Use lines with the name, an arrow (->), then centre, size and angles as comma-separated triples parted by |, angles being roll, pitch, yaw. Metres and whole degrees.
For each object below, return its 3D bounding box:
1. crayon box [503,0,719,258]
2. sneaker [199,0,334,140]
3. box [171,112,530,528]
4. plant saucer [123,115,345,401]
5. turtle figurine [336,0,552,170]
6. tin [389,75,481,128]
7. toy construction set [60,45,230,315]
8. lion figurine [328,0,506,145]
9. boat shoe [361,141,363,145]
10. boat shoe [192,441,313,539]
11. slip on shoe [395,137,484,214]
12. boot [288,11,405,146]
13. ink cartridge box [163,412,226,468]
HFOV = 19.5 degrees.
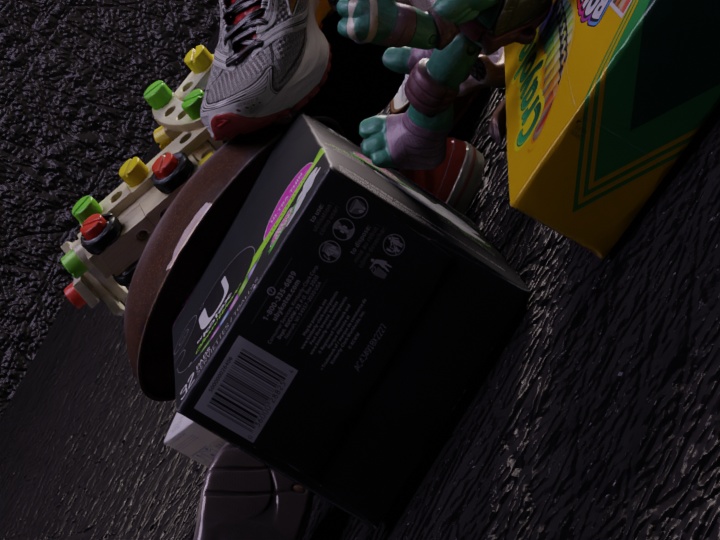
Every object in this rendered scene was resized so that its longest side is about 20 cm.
crayon box -> 0.136, -0.127, 0.998 | 0.173, 0.058, 0.200 | -55, 13, 24
sneaker -> -0.063, -0.157, 1.237 | 0.077, 0.082, 0.201 | -17, 42, 29
box -> -0.013, 0.019, 1.115 | 0.149, 0.124, 0.200 | -57, 11, 7
plant saucer -> -0.081, -0.013, 1.264 | 0.201, 0.034, 0.201 | -50, -17, -21
turtle figurine -> 0.048, -0.146, 1.044 | 0.150, 0.100, 0.201 | -50, -14, -36
tin -> 0.061, -0.159, 1.451 | 0.112, 0.042, 0.200 | -60, 11, 22
toy construction set -> -0.144, -0.053, 1.426 | 0.201, 0.092, 0.131 | -53, 28, 9
lion figurine -> 0.064, -0.153, 1.228 | 0.122, 0.201, 0.073 | -14, -32, -38
boat shoe -> -0.056, -0.033, 1.465 | 0.200, 0.070, 0.066 | -47, 5, -30
boat shoe -> -0.073, 0.187, 1.117 | 0.072, 0.075, 0.201 | 108, -176, -65
slip on shoe -> 0.000, 0.000, 1.265 | 0.201, 0.061, 0.074 | -58, 13, 15
boot -> 0.012, -0.151, 1.367 | 0.211, 0.079, 0.158 | -45, -9, -14
ink cartridge box -> -0.067, 0.064, 1.427 | 0.200, 0.044, 0.095 | -37, 26, 60
